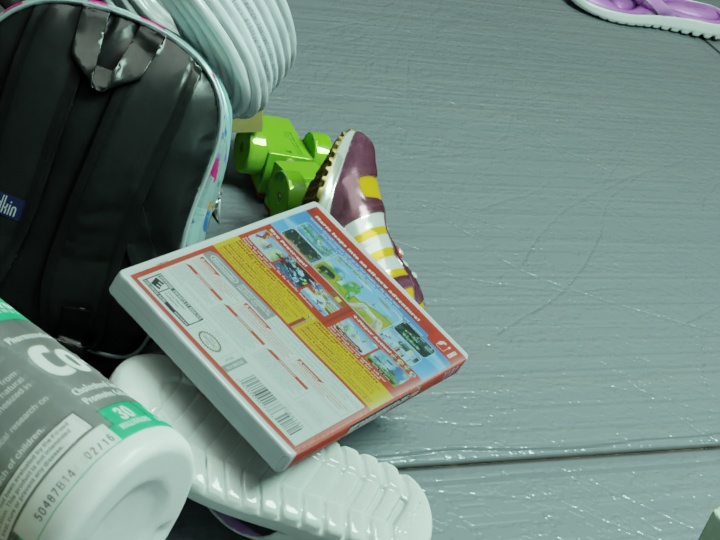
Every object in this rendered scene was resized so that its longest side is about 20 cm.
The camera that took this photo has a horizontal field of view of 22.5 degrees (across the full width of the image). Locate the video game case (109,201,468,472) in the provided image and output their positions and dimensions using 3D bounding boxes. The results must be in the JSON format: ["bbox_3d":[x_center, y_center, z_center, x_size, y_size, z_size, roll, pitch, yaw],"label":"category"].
[{"bbox_3d":[-0.036,0.032,1.053,0.143,0.017,0.200,45,32,14],"label":"video game case"}]

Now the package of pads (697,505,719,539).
[{"bbox_3d":[0.233,0.230,0.906,0.200,0.155,0.068,36,29,27],"label":"package of pads"}]

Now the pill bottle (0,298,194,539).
[{"bbox_3d":[-0.193,0.078,0.923,0.200,0.113,0.113,34,31,21],"label":"pill bottle"}]

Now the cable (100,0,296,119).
[{"bbox_3d":[-0.122,-0.185,1.172,0.069,0.200,0.200,-43,70,-16],"label":"cable"}]

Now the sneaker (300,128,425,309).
[{"bbox_3d":[0.000,0.000,1.190,0.090,0.075,0.200,18,58,-10],"label":"sneaker"}]

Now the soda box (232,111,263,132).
[{"bbox_3d":[-0.171,-0.140,1.308,0.199,0.064,0.068,-3,33,-8],"label":"soda box"}]

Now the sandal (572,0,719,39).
[{"bbox_3d":[0.315,-0.299,1.965,0.202,0.050,0.083,7,32,-24],"label":"sandal"}]

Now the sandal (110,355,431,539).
[{"bbox_3d":[-0.056,0.118,1.008,0.202,0.050,0.083,29,42,-12],"label":"sandal"}]

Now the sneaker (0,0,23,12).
[{"bbox_3d":[-0.225,-0.116,1.220,0.083,0.072,0.200,-16,83,-19],"label":"sneaker"}]

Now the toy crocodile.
[{"bbox_3d":[-0.048,-0.059,1.319,0.067,0.062,0.200,5,28,-26],"label":"toy crocodile"}]

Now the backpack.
[{"bbox_3d":[-0.168,-0.063,1.095,0.177,0.200,0.151,19,9,-1],"label":"backpack"}]
